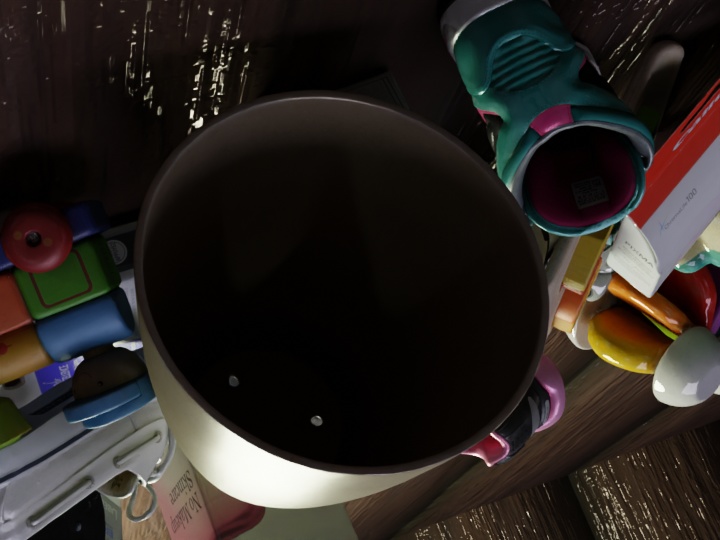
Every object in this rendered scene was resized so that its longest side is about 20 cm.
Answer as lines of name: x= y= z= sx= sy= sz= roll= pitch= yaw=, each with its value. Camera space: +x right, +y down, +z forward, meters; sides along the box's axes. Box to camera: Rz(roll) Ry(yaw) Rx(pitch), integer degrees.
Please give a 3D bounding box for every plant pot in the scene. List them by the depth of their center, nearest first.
plant pot: x=-0.031 y=0.043 z=0.602 sx=0.187 sy=0.188 sz=0.200 roll=-14 pitch=158 yaw=-24

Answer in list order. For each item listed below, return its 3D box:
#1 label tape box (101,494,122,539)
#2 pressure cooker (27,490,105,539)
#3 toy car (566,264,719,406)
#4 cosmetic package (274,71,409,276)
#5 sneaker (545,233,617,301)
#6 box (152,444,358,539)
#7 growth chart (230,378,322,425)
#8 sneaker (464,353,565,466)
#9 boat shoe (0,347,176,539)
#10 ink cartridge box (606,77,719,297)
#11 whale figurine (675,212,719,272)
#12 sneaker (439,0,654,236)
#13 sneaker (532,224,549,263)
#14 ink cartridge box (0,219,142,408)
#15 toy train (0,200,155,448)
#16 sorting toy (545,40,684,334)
label tape box: x=-0.250 y=0.194 z=0.870 sx=0.144 sy=0.200 sz=0.063 roll=-26 pitch=134 yaw=10
pressure cooker: x=-0.285 y=0.174 z=0.749 sx=0.199 sy=0.176 sz=0.179 roll=6 pitch=150 yaw=26
toy car: x=0.318 y=0.035 z=1.197 sx=0.200 sy=0.175 sz=0.150 roll=-4 pitch=118 yaw=-43
cosmetic package: x=-0.003 y=-0.019 z=0.704 sx=0.082 sy=0.051 sz=0.200 roll=-19 pitch=143 yaw=-5
sneaker: x=0.154 y=-0.018 z=0.923 sx=0.199 sy=0.089 sz=0.074 roll=-8 pitch=159 yaw=-30
box: x=-0.100 y=0.168 z=0.969 sx=0.109 sy=0.200 sz=0.128 roll=-13 pitch=159 yaw=-27
growth chart: x=-0.070 y=0.092 z=0.882 sx=0.199 sy=0.018 sz=0.145 roll=7 pitch=-166 yaw=-17
sneaker: x=0.029 y=0.079 z=0.785 sx=0.199 sy=0.079 sz=0.095 roll=10 pitch=-146 yaw=27
boat shoe: x=-0.146 y=0.106 z=0.706 sx=0.074 sy=0.086 sz=0.202 roll=-7 pitch=-165 yaw=35
ink cartridge box: x=0.238 y=-0.075 z=0.798 sx=0.163 sy=0.057 sz=0.200 roll=-49 pitch=170 yaw=-7
whale figurine: x=0.318 y=-0.033 z=0.921 sx=0.159 sy=0.104 sz=0.200 roll=-33 pitch=-163 yaw=21
sneaker: x=0.113 y=-0.075 z=0.657 sx=0.083 sy=0.121 sz=0.200 roll=-27 pitch=162 yaw=17
sneaker: x=0.059 y=0.028 z=0.851 sx=0.200 sy=0.072 sz=0.083 roll=-52 pitch=171 yaw=36
ink cartridge box: x=-0.158 y=0.029 z=0.763 sx=0.199 sy=0.044 sz=0.198 roll=-19 pitch=162 yaw=-17
toy train: x=-0.210 y=0.047 z=0.606 sx=0.199 sy=0.116 sz=0.085 roll=-22 pitch=-176 yaw=-2
sorting toy: x=0.159 y=-0.034 z=0.803 sx=0.200 sy=0.036 sz=0.185 roll=-59 pitch=167 yaw=-12
